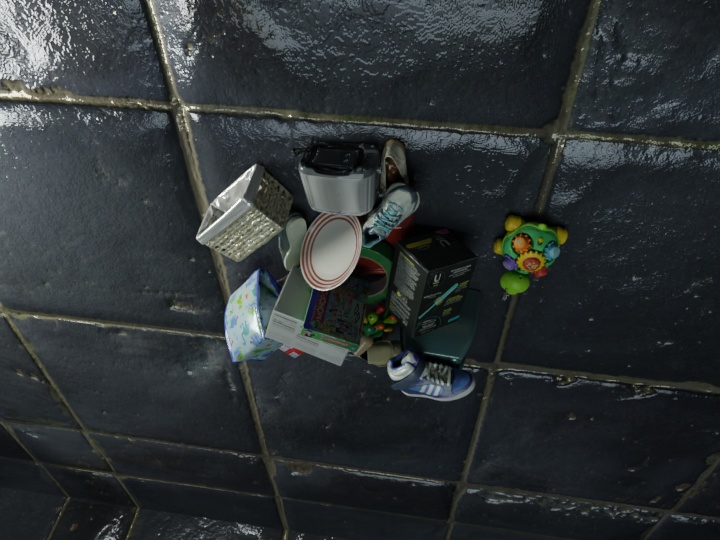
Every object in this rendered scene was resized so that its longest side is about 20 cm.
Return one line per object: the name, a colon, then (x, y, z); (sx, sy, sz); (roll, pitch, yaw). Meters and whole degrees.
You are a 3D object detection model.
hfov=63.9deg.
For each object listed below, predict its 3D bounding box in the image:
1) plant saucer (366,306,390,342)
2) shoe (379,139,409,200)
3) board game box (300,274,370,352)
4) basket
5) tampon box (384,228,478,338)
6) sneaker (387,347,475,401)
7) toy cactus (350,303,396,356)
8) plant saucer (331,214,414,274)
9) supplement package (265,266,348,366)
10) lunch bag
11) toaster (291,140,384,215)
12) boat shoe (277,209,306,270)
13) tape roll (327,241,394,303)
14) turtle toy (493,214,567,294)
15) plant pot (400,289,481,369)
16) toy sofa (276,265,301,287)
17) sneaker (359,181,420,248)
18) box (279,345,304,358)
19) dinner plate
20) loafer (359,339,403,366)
plant saucer: (-0.013, 0.175, 1.673); (0.199, 0.035, 0.201); (6, 137, 6)
shoe: (0.073, -0.188, 1.265); (0.070, 0.054, 0.201); (1, 135, 11)
board game box: (-0.055, 0.085, 1.347); (0.134, 0.201, 0.029); (18, 135, -8)
basket: (-0.265, -0.127, 1.342); (0.123, 0.136, 0.200); (37, 131, -27)
tampon box: (0.161, 0.027, 1.357); (0.149, 0.126, 0.201); (-15, 134, -29)
sneaker: (0.161, 0.243, 1.381); (0.199, 0.081, 0.147); (-6, 138, 25)
toy cactus: (0.028, 0.150, 1.526); (0.102, 0.165, 0.200); (40, 179, 7)
plant saucer: (0.033, -0.059, 1.421); (0.199, 0.037, 0.200); (3, 136, 10)
supplement package: (-0.106, 0.110, 1.401); (0.199, 0.156, 0.111); (22, 134, -4)
lunch bag: (-0.271, 0.118, 1.504); (0.127, 0.201, 0.170); (2, 149, -47)
toaster: (-0.048, -0.196, 1.241); (0.199, 0.114, 0.130); (6, 139, 12)
boat shoe: (-0.173, -0.078, 1.441); (0.062, 0.073, 0.200); (47, 152, 25)
tape roll: (0.000, 0.000, 1.427); (0.199, 0.048, 0.201); (6, 136, 6)
turtle toy: (0.382, -0.030, 1.329); (0.145, 0.101, 0.200); (13, 136, -2)
plant pot: (0.201, 0.176, 1.509); (0.195, 0.201, 0.197); (8, 137, 2)
toy sofa: (-0.181, 0.048, 1.554); (0.200, 0.098, 0.083); (-31, 99, 36)
sneaker: (0.061, -0.111, 1.256); (0.077, 0.087, 0.200); (32, 142, -8)
box: (-0.160, 0.157, 1.627); (0.100, 0.096, 0.200); (34, 138, -20)
dinner plate: (-0.065, -0.050, 1.343); (0.200, 0.201, 0.024); (-28, 148, 34)
loafer: (0.053, 0.230, 1.583); (0.068, 0.076, 0.200); (-2, 171, -25)
